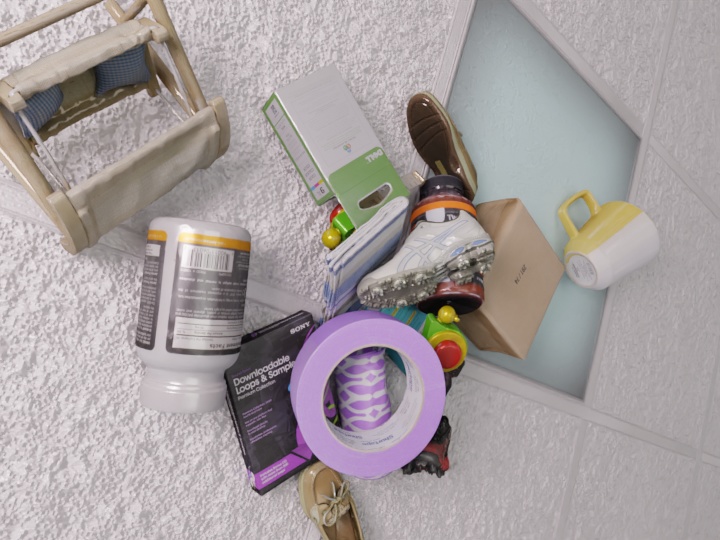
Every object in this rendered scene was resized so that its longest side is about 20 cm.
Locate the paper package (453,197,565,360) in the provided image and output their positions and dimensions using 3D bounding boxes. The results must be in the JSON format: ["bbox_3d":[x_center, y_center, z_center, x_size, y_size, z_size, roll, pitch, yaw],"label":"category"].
[{"bbox_3d":[0.242,0.016,0.967,0.191,0.103,0.202,44,67,-30],"label":"paper package"}]

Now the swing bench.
[{"bbox_3d":[-0.254,-0.152,0.559,0.199,0.129,0.202,-43,117,-28],"label":"swing bench"}]

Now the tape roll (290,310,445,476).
[{"bbox_3d":[0.009,0.158,0.733,0.196,0.066,0.205,-2,97,-15],"label":"tape roll"}]

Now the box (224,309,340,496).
[{"bbox_3d":[-0.105,0.173,0.752,0.141,0.036,0.204,-23,105,-34],"label":"box"}]

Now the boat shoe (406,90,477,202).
[{"bbox_3d":[0.136,-0.204,0.902,0.077,0.071,0.202,-57,131,-36],"label":"boat shoe"}]

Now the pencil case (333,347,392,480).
[{"bbox_3d":[0.009,0.197,0.817,0.085,0.082,0.205,-18,106,-56],"label":"pencil case"}]

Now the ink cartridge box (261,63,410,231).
[{"bbox_3d":[-0.032,-0.155,0.739,0.103,0.059,0.202,-34,95,-29],"label":"ink cartridge box"}]

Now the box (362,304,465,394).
[{"bbox_3d":[0.085,0.112,0.884,0.083,0.049,0.201,-52,120,-22],"label":"box"}]

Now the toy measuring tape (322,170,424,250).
[{"bbox_3d":[0.016,-0.080,0.804,0.199,0.073,0.075,-36,113,-36],"label":"toy measuring tape"}]

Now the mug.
[{"bbox_3d":[0.482,-0.049,1.148,0.152,0.186,0.151,-32,144,-22],"label":"mug"}]

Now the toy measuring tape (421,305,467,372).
[{"bbox_3d":[0.113,0.147,0.833,0.072,0.073,0.204,-1,113,-37],"label":"toy measuring tape"}]

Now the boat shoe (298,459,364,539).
[{"bbox_3d":[-0.030,0.358,0.803,0.073,0.062,0.203,-30,110,-31],"label":"boat shoe"}]

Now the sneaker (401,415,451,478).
[{"bbox_3d":[0.100,0.262,0.856,0.201,0.069,0.100,52,42,-69],"label":"sneaker"}]

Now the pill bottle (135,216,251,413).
[{"bbox_3d":[-0.189,0.047,0.631,0.115,0.115,0.205,7,89,-37],"label":"pill bottle"}]

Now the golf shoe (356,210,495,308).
[{"bbox_3d":[0.080,-0.017,0.762,0.196,0.098,0.079,-19,148,-7],"label":"golf shoe"}]

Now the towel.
[{"bbox_3d":[0.000,0.000,0.753,0.024,0.201,0.147,39,61,17],"label":"towel"}]

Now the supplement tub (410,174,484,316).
[{"bbox_3d":[0.128,-0.040,0.854,0.106,0.106,0.204,16,62,-36],"label":"supplement tub"}]
